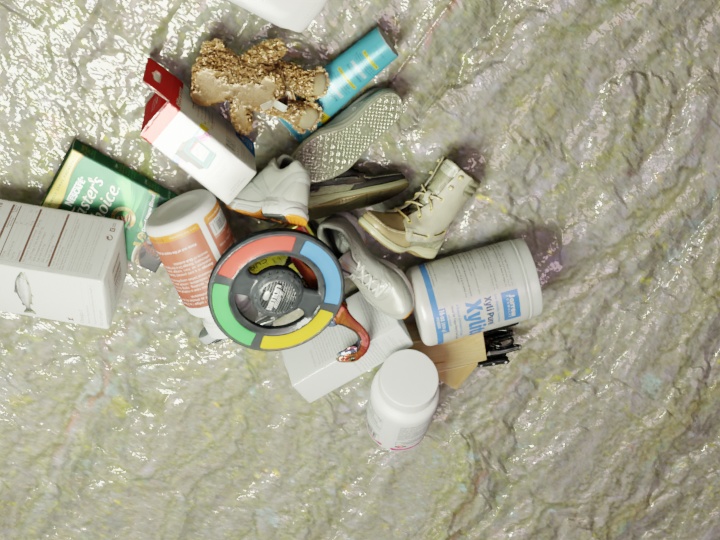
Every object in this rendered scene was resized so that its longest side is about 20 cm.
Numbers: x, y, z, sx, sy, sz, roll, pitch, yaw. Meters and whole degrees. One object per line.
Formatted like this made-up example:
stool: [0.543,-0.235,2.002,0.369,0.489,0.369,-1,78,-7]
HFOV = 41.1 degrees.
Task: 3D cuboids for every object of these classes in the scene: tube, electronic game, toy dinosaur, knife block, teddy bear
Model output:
tube: [-0.036,-0.270,1.393,0.199,0.051,0.078,-37,107,18]
electronic game: [-0.119,0.030,1.360,0.196,0.042,0.203,-7,123,-10]
toy dinosaur: [-0.055,0.060,1.440,0.180,0.200,0.106,35,71,0]
knife block: [0.170,0.102,1.611,0.198,0.064,0.177,29,109,-22]
teddy bear: [-0.140,-0.262,1.359,0.196,0.067,0.147,-1,130,0]

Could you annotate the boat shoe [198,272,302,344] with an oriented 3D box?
boat shoe: [-0.163,0.073,1.534,0.198,0.074,0.069,-33,110,-2]

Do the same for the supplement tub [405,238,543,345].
supplement tub: [0.180,0.035,1.538,0.196,0.133,0.134,-15,120,0]

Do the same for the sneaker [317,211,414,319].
sneaker: [0.000,0.000,1.467,0.076,0.092,0.200,-44,83,22]

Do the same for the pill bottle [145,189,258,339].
pill bottle: [-0.226,-0.006,1.407,0.110,0.113,0.202,-21,116,2]

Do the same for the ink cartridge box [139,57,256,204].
ink cartridge box: [-0.242,-0.198,1.353,0.199,0.117,0.067,39,107,-24]

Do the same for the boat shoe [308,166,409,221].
boat shoe: [-0.023,-0.128,1.454,0.197,0.072,0.067,-15,79,-15]

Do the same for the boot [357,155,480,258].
boot: [0.092,-0.102,1.451,0.199,0.072,0.156,11,119,-53]

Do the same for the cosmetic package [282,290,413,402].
cosmetic package: [-0.025,0.116,1.555,0.198,0.102,0.071,-29,140,7]

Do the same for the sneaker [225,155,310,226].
sneaker: [-0.125,-0.119,1.382,0.075,0.199,0.094,17,87,-36]

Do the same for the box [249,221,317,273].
box: [-0.155,-0.010,1.504,0.198,0.050,0.076,-29,118,6]

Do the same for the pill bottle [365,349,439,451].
pill bottle: [0.070,0.213,1.575,0.111,0.115,0.201,-4,153,-7]

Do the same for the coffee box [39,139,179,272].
coffee box: [-0.364,-0.092,1.429,0.198,0.044,0.124,30,110,-22]

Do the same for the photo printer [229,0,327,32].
photo printer: [-0.121,-0.425,1.278,0.197,0.070,0.168,24,112,-20]

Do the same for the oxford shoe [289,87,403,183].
oxford shoe: [-0.024,-0.199,1.414,0.199,0.058,0.075,-38,120,2]

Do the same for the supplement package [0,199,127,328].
supplement package: [-0.448,-0.010,1.381,0.196,0.119,0.118,9,141,-2]
